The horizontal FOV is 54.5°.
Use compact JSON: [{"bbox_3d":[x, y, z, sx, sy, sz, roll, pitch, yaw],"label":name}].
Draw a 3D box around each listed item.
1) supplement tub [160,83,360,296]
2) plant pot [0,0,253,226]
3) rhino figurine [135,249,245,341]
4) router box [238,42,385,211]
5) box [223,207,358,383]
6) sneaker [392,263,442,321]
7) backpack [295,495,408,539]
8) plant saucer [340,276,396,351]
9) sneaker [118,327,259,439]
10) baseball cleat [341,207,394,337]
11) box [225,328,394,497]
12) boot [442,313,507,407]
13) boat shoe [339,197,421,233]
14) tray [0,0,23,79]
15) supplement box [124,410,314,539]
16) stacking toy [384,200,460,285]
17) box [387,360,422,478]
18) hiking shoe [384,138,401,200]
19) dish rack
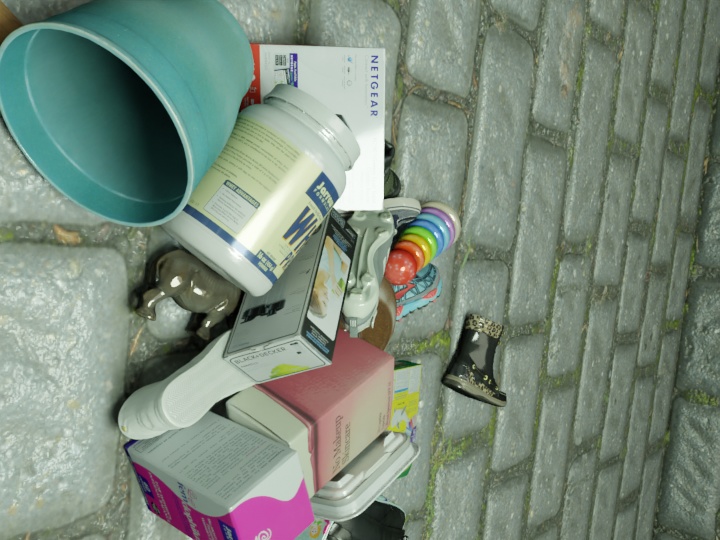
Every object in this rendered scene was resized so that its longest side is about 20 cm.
[{"bbox_3d":[-0.106,-0.088,0.769,0.200,0.145,0.145,-53,135,-10],"label":"supplement tub"},{"bbox_3d":[-0.202,-0.177,0.679,0.188,0.200,0.200,-60,138,-43],"label":"plant pot"},{"bbox_3d":[-0.180,0.039,0.843,0.200,0.060,0.088,31,77,-50],"label":"rhino figurine"},{"bbox_3d":[-0.061,-0.175,0.870,0.179,0.049,0.200,-2,101,-10],"label":"router box"},{"bbox_3d":[-0.079,0.027,0.834,0.060,0.116,0.200,47,37,-34],"label":"box"},{"bbox_3d":[0.061,0.020,1.111,0.200,0.079,0.096,-31,119,-42],"label":"sneaker"},{"bbox_3d":[-0.039,0.390,1.011,0.200,0.150,0.178,46,62,-54],"label":"backpack"},{"bbox_3d":[-0.024,0.091,0.997,0.200,0.037,0.201,-17,126,-25],"label":"plant saucer"},{"bbox_3d":[-0.192,0.129,0.821,0.200,0.115,0.074,-30,95,-55],"label":"sneaker"},{"bbox_3d":[0.000,0.000,0.928,0.200,0.070,0.107,-72,172,-45],"label":"baseball cleat"},{"bbox_3d":[-0.059,0.183,0.891,0.200,0.109,0.128,-34,137,-41],"label":"box"},{"bbox_3d":[0.245,0.180,1.373,0.200,0.073,0.151,28,76,-43],"label":"boot"},{"bbox_3d":[0.021,-0.052,1.036,0.200,0.075,0.093,-10,82,-40],"label":"boat shoe"},{"bbox_3d":[-0.376,-0.236,0.571,0.099,0.037,0.200,-59,137,-23],"label":"tray"},{"bbox_3d":[-0.161,0.241,0.796,0.103,0.200,0.101,-34,122,-41],"label":"supplement box"},{"bbox_3d":[0.090,-0.035,1.093,0.200,0.085,0.086,-49,133,-53],"label":"stacking toy"},{"bbox_3d":[0.046,0.257,1.169,0.117,0.048,0.201,-1,96,-50],"label":"box"},{"bbox_3d":[0.013,-0.147,0.999,0.200,0.101,0.076,29,74,-49],"label":"hiking shoe"},{"bbox_3d":[-0.035,0.265,0.963,0.172,0.200,0.044,-32,107,-42],"label":"dish rack"}]
